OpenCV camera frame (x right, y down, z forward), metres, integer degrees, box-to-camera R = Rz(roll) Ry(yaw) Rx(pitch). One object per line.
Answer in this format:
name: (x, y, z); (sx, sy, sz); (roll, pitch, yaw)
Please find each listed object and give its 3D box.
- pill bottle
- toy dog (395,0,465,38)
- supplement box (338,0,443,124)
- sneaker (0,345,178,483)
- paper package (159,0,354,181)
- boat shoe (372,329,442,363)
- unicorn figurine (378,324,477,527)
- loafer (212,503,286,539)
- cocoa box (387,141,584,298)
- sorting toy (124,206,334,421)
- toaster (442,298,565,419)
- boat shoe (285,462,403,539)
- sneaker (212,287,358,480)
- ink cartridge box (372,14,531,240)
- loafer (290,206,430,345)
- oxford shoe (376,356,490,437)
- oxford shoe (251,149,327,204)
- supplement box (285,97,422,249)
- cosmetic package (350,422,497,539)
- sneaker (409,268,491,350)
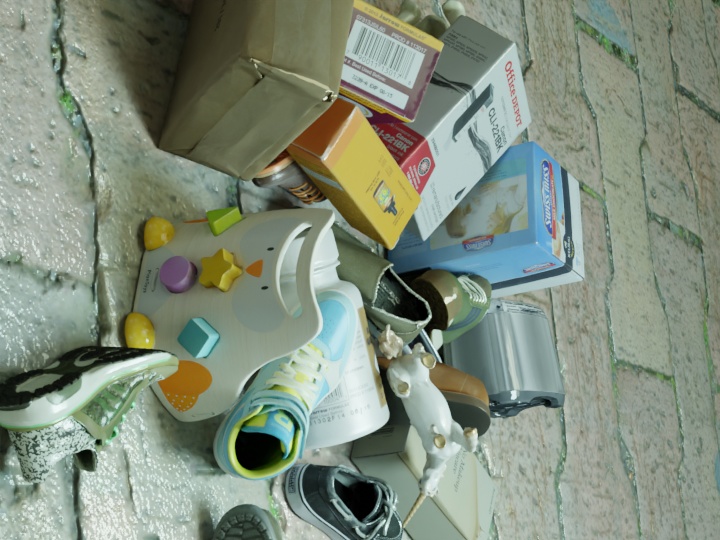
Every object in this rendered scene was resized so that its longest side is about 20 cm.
pill bottle: (-0.047, 0.066, 1.460); (0.114, 0.114, 0.202); (-22, 99, -60)
toy dog: (0.090, -0.231, 1.779); (0.200, 0.139, 0.195); (-28, 105, -61)
supplement box: (-0.016, -0.205, 1.484); (0.110, 0.200, 0.086); (24, 85, -22)
sneaker: (-0.221, 0.115, 1.205); (0.200, 0.076, 0.089); (-21, 112, -55)
paper package: (-0.093, -0.212, 1.385); (0.103, 0.190, 0.201); (23, 57, -23)
boat shoe: (0.034, 0.052, 1.652); (0.201, 0.068, 0.072); (66, 32, -23)
unicorn figurine: (0.067, 0.152, 1.486); (0.137, 0.073, 0.202); (135, -56, -79)
loafer: (-0.085, 0.306, 1.372); (0.070, 0.075, 0.202); (-42, 122, -69)
cocoa box: (0.145, -0.050, 1.746); (0.131, 0.199, 0.134); (32, 52, -52)
sorting toy: (-0.102, 0.013, 1.316); (0.107, 0.179, 0.201); (41, 46, -47)
toaster: (0.169, 0.110, 1.828); (0.199, 0.113, 0.130); (10, 68, -56)
boat shoe: (0.003, 0.244, 1.535); (0.199, 0.068, 0.074); (45, 44, -45)
sneaker: (-0.058, 0.107, 1.337); (0.079, 0.131, 0.201); (31, 86, -8)
ink cartridge box: (0.091, -0.157, 1.634); (0.200, 0.084, 0.145); (-48, 149, -16)
loafer: (0.000, 0.000, 1.548); (0.200, 0.069, 0.076); (39, 56, -21)
oxford shoe: (0.042, 0.119, 1.574); (0.199, 0.072, 0.072); (19, 38, -10)
oxford shoe: (-0.054, -0.103, 1.552); (0.200, 0.071, 0.073); (-27, 108, -60)
supplement box: (-0.007, -0.099, 1.480); (0.067, 0.069, 0.200); (-57, 146, -11)
cosmetic package: (0.074, 0.227, 1.661); (0.200, 0.073, 0.104); (54, 38, -36)
sneaker: (0.107, 0.029, 1.671); (0.067, 0.090, 0.200); (53, -14, 14)
